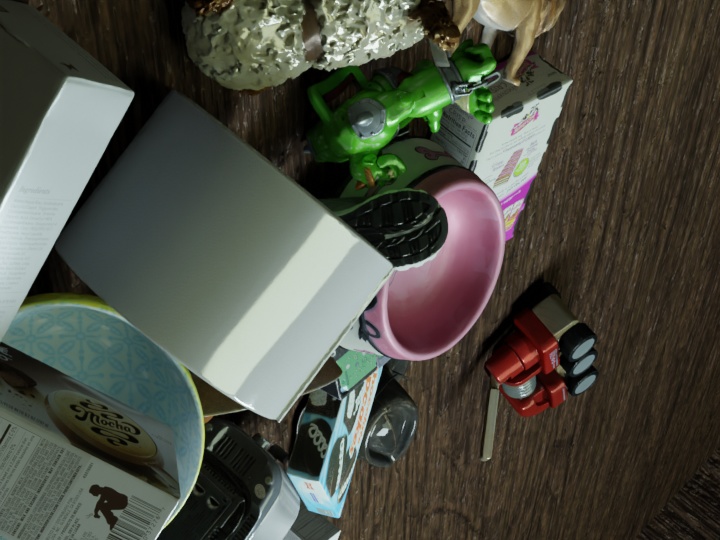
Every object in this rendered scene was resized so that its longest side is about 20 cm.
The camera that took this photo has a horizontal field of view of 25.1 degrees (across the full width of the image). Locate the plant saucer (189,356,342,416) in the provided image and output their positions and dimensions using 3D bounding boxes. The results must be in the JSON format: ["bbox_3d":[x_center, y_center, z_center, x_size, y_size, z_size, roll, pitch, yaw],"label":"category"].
[{"bbox_3d":[-0.114,0.082,1.292,0.200,0.199,0.035,-18,101,-52],"label":"plant saucer"}]

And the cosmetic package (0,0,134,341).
[{"bbox_3d":[-0.228,-0.051,0.955,0.201,0.101,0.074,-57,156,15],"label":"cosmetic package"}]

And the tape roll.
[{"bbox_3d":[-0.094,-0.012,1.129,0.140,0.202,0.203,-52,157,0],"label":"tape roll"}]

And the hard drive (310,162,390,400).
[{"bbox_3d":[0.000,0.000,1.452,0.139,0.038,0.201,-39,135,-30],"label":"hard drive"}]

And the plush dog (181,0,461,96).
[{"bbox_3d":[-0.039,-0.180,1.092,0.170,0.161,0.201,-22,151,-7],"label":"plush dog"}]

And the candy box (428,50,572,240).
[{"bbox_3d":[0.116,-0.100,1.560,0.136,0.061,0.201,-28,148,-42],"label":"candy box"}]

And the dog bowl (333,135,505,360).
[{"bbox_3d":[0.049,-0.011,1.415,0.199,0.073,0.202,-28,130,-39],"label":"dog bowl"}]

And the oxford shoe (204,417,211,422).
[{"bbox_3d":[-0.173,0.146,1.340,0.071,0.072,0.200,-35,176,28],"label":"oxford shoe"}]

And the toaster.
[{"bbox_3d":[-0.143,0.240,1.506,0.200,0.113,0.129,-51,159,-5],"label":"toaster"}]

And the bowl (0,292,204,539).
[{"bbox_3d":[-0.212,0.099,1.157,0.201,0.199,0.108,-57,-163,11],"label":"bowl"}]

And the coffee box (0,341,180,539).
[{"bbox_3d":[-0.222,0.111,1.042,0.080,0.199,0.113,-58,-164,11],"label":"coffee box"}]

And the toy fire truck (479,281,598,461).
[{"bbox_3d":[0.199,0.143,2.005,0.199,0.129,0.176,-35,154,-8],"label":"toy fire truck"}]

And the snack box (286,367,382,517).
[{"bbox_3d":[-0.018,0.125,1.562,0.116,0.037,0.202,70,33,-64],"label":"snack box"}]

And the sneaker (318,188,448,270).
[{"bbox_3d":[-0.031,-0.024,1.291,0.079,0.198,0.075,179,-92,-87],"label":"sneaker"}]

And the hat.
[{"bbox_3d":[0.014,0.160,1.717,0.200,0.081,0.201,-42,155,-25],"label":"hat"}]

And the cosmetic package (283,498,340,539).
[{"bbox_3d":[-0.086,0.337,1.784,0.050,0.082,0.201,-28,147,-42],"label":"cosmetic package"}]

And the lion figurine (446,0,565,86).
[{"bbox_3d":[0.108,-0.230,1.353,0.199,0.072,0.123,5,109,-57],"label":"lion figurine"}]

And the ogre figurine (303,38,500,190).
[{"bbox_3d":[0.024,-0.127,1.289,0.119,0.200,0.099,-25,112,-19],"label":"ogre figurine"}]
